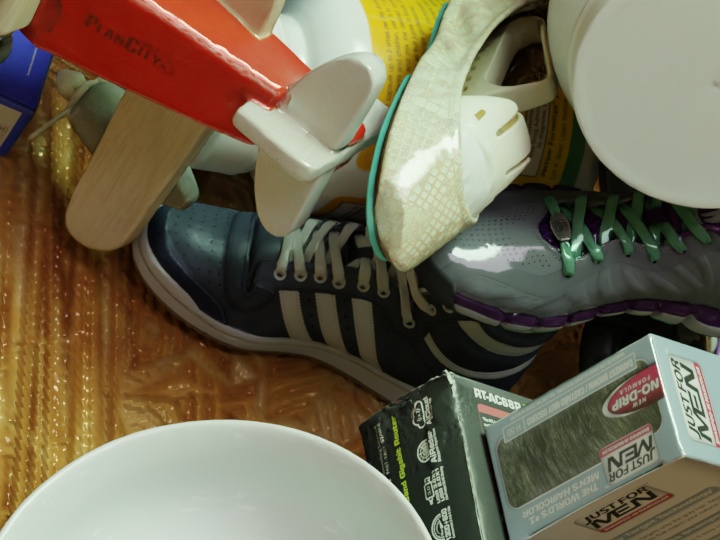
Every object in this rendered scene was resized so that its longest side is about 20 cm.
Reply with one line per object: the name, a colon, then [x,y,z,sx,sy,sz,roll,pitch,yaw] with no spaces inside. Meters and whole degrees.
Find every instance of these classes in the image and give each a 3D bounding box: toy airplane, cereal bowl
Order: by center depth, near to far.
cereal bowl: [-0.061,0.163,1.222,0.198,0.084,0.201,-1,46,1]
toy airplane: [-0.071,-0.112,1.288,0.141,0.199,0.200,-70,143,-56]

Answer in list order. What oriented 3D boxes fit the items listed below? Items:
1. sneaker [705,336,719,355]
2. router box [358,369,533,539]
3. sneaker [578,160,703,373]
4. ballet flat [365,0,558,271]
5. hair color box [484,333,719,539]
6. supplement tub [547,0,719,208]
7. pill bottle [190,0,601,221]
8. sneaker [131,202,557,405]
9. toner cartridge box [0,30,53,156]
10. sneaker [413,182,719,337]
sneaker: [0.216,0.053,1.477,0.080,0.088,0.201,19,54,-21]
router box: [0.096,0.143,1.326,0.199,0.062,0.151,20,50,-42]
sneaker: [0.143,-0.019,1.438,0.075,0.079,0.201,15,86,1]
ballet flat: [0.051,-0.072,1.295,0.062,0.068,0.200,-4,35,18]
hair color box: [0.159,0.093,1.300,0.199,0.099,0.061,17,51,-44]
supplement tub: [0.156,-0.133,1.317,0.144,0.145,0.200,28,32,-13]
pill bottle: [0.010,-0.079,1.422,0.199,0.113,0.113,6,58,-27]
sneaker: [0.000,0.000,1.366,0.199,0.108,0.070,24,52,-18]
toner cartridge box: [-0.181,-0.158,1.404,0.095,0.043,0.201,25,51,-17]
sneaker: [0.120,-0.021,1.322,0.199,0.088,0.075,2,58,-29]
